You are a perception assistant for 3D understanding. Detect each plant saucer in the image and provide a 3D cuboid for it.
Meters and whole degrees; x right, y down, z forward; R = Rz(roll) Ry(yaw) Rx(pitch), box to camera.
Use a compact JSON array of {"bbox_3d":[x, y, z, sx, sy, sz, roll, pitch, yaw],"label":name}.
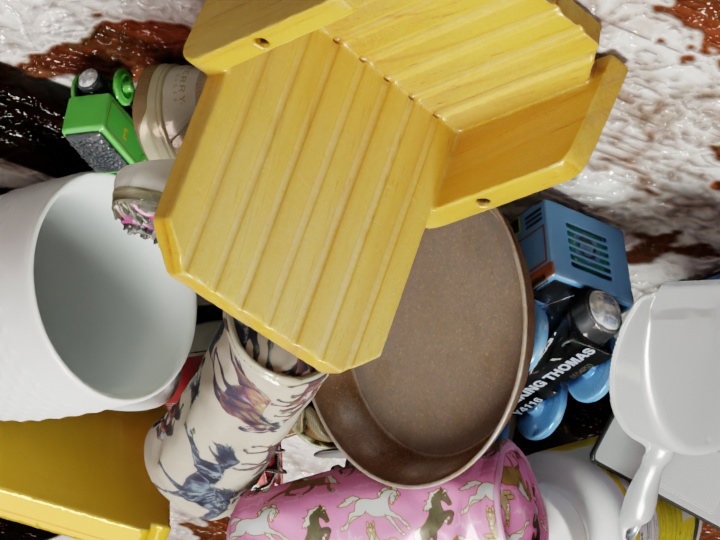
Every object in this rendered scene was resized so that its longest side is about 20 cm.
[{"bbox_3d":[0.039,0.031,1.543,0.034,0.201,0.200,2,161,-41],"label":"plant saucer"}]

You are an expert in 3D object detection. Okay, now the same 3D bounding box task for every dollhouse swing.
[{"bbox_3d":[0.015,-0.065,1.376,0.181,0.177,0.200,-18,140,39],"label":"dollhouse swing"}]

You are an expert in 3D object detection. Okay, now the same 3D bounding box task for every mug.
[{"bbox_3d":[-0.201,0.037,1.645,0.175,0.148,0.200,-12,143,39],"label":"mug"}]

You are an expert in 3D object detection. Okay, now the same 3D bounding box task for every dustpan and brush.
[{"bbox_3d":[0.197,0.088,1.565,0.139,0.201,0.057,-2,-157,-33],"label":"dustpan and brush"}]

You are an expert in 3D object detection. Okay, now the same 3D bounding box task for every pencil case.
[{"bbox_3d":[-0.076,0.079,1.598,0.077,0.090,0.200,18,143,-12],"label":"pencil case"},{"bbox_3d":[0.018,0.164,1.585,0.199,0.083,0.087,-14,119,22],"label":"pencil case"}]

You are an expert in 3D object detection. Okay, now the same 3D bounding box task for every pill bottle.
[{"bbox_3d":[0.143,0.170,1.685,0.111,0.112,0.200,-9,178,28],"label":"pill bottle"}]

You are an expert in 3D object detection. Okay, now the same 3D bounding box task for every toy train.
[{"bbox_3d":[-0.122,-0.053,1.558,0.042,0.057,0.200,-6,147,24],"label":"toy train"},{"bbox_3d":[0.088,0.046,1.593,0.086,0.115,0.200,21,140,-31],"label":"toy train"}]

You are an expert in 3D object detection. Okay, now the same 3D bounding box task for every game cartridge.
[{"bbox_3d":[-0.214,0.104,1.728,0.175,0.200,0.033,18,122,-16],"label":"game cartridge"}]

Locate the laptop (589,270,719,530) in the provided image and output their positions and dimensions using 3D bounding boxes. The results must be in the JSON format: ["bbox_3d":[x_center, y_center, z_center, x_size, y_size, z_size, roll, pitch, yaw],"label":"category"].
[{"bbox_3d":[0.285,0.083,1.634,0.187,0.201,0.116,29,179,-31],"label":"laptop"}]

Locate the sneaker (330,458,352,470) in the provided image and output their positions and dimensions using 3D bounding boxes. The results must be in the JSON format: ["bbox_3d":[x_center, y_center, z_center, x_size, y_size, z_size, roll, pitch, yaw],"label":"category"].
[{"bbox_3d":[0.016,0.154,1.721,0.200,0.075,0.114,35,150,62],"label":"sneaker"}]

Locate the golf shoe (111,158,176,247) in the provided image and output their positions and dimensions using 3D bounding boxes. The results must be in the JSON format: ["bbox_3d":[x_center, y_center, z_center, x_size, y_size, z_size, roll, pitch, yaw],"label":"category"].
[{"bbox_3d":[-0.061,-0.054,1.454,0.199,0.093,0.072,3,175,-44],"label":"golf shoe"}]

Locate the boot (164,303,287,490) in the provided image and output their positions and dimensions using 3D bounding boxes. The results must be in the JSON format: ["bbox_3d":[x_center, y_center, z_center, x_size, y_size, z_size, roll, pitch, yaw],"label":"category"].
[{"bbox_3d":[-0.053,0.091,1.699,0.199,0.072,0.145,-9,105,43],"label":"boot"}]

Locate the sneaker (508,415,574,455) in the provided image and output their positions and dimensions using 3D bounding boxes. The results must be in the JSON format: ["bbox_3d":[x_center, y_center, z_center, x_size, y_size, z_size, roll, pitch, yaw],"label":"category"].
[{"bbox_3d":[0.099,0.093,1.758,0.075,0.106,0.201,19,128,27],"label":"sneaker"}]

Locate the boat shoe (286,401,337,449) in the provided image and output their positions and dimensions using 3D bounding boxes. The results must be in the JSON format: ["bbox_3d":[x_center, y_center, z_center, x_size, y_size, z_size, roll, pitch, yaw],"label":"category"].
[{"bbox_3d":[-0.027,0.083,1.753,0.075,0.074,0.200,23,148,-23],"label":"boat shoe"}]

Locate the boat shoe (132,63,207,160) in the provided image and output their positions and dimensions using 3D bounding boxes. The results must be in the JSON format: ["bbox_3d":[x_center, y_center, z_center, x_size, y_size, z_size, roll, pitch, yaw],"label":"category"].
[{"bbox_3d":[-0.072,-0.052,1.534,0.065,0.072,0.200,-2,144,21],"label":"boat shoe"}]

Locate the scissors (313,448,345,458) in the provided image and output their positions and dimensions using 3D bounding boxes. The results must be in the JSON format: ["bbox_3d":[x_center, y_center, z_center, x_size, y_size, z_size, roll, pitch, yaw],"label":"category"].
[{"bbox_3d":[0.011,0.130,1.795,0.073,0.014,0.200,-25,168,38],"label":"scissors"}]
